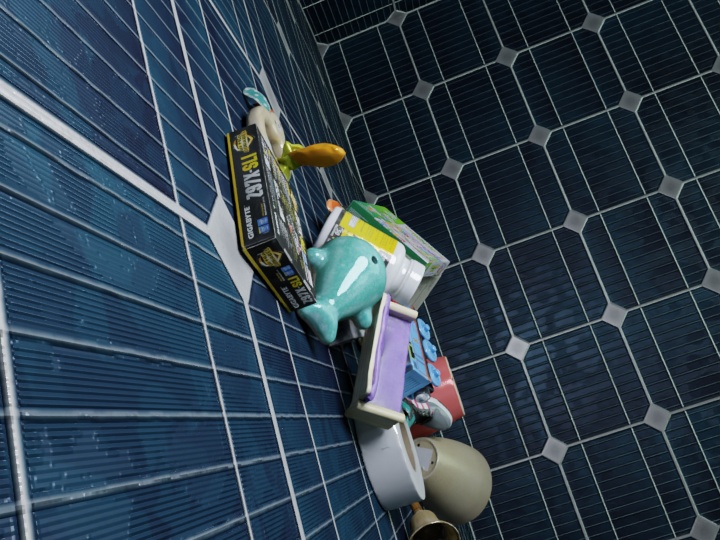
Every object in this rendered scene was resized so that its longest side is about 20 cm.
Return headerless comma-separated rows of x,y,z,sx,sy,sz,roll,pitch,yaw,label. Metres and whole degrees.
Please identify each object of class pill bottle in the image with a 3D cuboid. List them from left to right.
0.014,-0.021,1.105,0.198,0.112,0.111,29,12,-4,pill bottle

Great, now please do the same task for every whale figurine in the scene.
-0.025,0.024,0.943,0.160,0.103,0.200,52,33,-12,whale figurine

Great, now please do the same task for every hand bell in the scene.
0.112,0.467,1.181,0.200,0.103,0.106,-125,-167,-70,hand bell

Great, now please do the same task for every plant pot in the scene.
0.142,0.298,1.432,0.200,0.175,0.204,-20,90,-84,plant pot
0.179,0.459,1.392,0.200,0.185,0.189,46,22,-43,plant pot

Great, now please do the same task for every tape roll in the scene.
0.051,0.313,1.078,0.202,0.070,0.206,-19,91,-84,tape roll

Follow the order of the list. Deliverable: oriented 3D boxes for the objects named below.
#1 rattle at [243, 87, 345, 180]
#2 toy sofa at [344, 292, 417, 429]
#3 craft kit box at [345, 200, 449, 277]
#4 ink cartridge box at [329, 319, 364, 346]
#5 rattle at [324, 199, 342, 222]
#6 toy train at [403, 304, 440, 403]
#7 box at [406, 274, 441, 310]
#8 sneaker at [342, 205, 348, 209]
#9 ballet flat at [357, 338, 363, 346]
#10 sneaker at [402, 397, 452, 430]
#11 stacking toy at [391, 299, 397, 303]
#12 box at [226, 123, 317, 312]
-0.114,-0.240,0.985,0.130,0.142,0.202,43,29,-36,rattle
0.042,0.144,0.988,0.098,0.082,0.203,128,-22,-52,toy sofa
0.080,-0.063,1.261,0.199,0.049,0.197,41,12,15,craft kit box
-0.035,0.078,1.110,0.200,0.050,0.111,36,34,-81,ink cartridge box
-0.005,-0.117,1.346,0.201,0.141,0.131,82,-17,-55,rattle
0.086,0.147,1.130,0.114,0.086,0.202,42,27,-38,toy train
0.071,0.019,1.331,0.109,0.129,0.199,41,14,26,box
-0.024,-0.072,1.547,0.115,0.074,0.203,-2,74,-81,sneaker
0.000,0.110,1.275,0.064,0.068,0.201,-65,-151,20,ballet flat
0.106,0.307,1.270,0.198,0.084,0.121,29,29,-8,sneaker
0.000,0.000,1.197,0.201,0.085,0.085,50,6,2,stacking toy
-0.118,-0.070,0.816,0.160,0.049,0.202,67,7,-56,box
